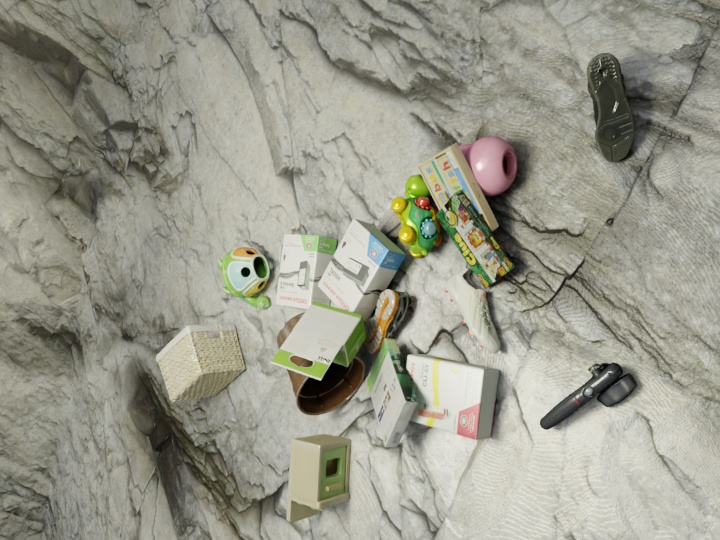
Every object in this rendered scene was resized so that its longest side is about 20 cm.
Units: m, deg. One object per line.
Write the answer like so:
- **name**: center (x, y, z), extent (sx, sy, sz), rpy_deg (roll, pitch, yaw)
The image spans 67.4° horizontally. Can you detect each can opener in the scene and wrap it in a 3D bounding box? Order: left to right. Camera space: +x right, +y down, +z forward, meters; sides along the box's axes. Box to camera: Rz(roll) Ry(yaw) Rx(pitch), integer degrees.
- **can opener**: center (0.422, 0.244, 1.031), extent (0.200, 0.063, 0.080), rpy_deg (-43, 60, 25)

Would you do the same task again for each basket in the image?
- **basket**: center (-0.495, 0.286, 1.694), extent (0.199, 0.196, 0.164), rpy_deg (-40, 65, 26)

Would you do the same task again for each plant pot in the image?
- **plant pot**: center (-0.115, 0.229, 1.404), extent (0.203, 0.197, 0.199), rpy_deg (-55, 46, 18)

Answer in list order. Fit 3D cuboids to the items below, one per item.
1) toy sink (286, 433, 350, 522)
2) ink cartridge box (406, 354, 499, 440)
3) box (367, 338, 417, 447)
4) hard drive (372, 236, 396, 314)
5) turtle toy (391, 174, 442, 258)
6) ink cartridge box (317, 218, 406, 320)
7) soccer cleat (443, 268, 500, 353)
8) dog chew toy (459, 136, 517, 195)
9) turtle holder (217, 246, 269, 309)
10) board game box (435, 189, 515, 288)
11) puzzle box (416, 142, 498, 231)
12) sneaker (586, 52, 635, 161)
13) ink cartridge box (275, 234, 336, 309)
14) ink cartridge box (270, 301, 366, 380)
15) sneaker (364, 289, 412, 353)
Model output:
- **toy sink**: center (-0.102, 0.534, 1.373), extent (0.110, 0.129, 0.207), rpy_deg (-2, 81, 38)
- **ink cartridge box**: center (0.194, 0.275, 1.199), extent (0.196, 0.082, 0.150), rpy_deg (4, 85, 40)
- **box**: center (0.070, 0.281, 1.256), extent (0.202, 0.035, 0.147), rpy_deg (-110, 34, -52)
- **hard drive**: center (0.024, 0.008, 1.407), extent (0.132, 0.042, 0.207), rpy_deg (7, 87, 40)
- **turtle toy**: center (0.139, -0.132, 1.287), extent (0.098, 0.146, 0.206), rpy_deg (-17, 71, 14)
- **ink cartridge box**: center (0.000, 0.000, 1.345), extent (0.144, 0.083, 0.203), rpy_deg (42, 110, 34)
- **soccer cleat**: center (0.257, 0.086, 1.191), extent (0.077, 0.069, 0.203), rpy_deg (-42, 57, 22)
- **dog chew toy**: center (0.250, -0.230, 1.215), extent (0.197, 0.122, 0.129), rpy_deg (4, 85, 47)
- **turtle holder**: center (-0.345, 0.021, 1.645), extent (0.129, 0.139, 0.192), rpy_deg (-12, 75, 35)
- **board game box**: center (0.246, -0.066, 1.179), extent (0.203, 0.023, 0.105), rpy_deg (57, 154, 10)
- **puzzle box**: center (0.212, -0.168, 1.196), extent (0.203, 0.025, 0.132), rpy_deg (61, 153, -7)
- **sneaker**: center (0.493, -0.322, 1.063), extent (0.074, 0.114, 0.205), rpy_deg (-12, 103, 31)
- **ink cartridge box**: center (-0.153, 0.007, 1.525), extent (0.142, 0.083, 0.207), rpy_deg (4, 86, 39)
- **ink cartridge box**: center (-0.095, 0.180, 1.256), extent (0.144, 0.077, 0.201), rpy_deg (12, 46, 26)
- **sneaker**: center (0.067, 0.132, 1.337), extent (0.079, 0.075, 0.203), rpy_deg (57, 135, 35)
